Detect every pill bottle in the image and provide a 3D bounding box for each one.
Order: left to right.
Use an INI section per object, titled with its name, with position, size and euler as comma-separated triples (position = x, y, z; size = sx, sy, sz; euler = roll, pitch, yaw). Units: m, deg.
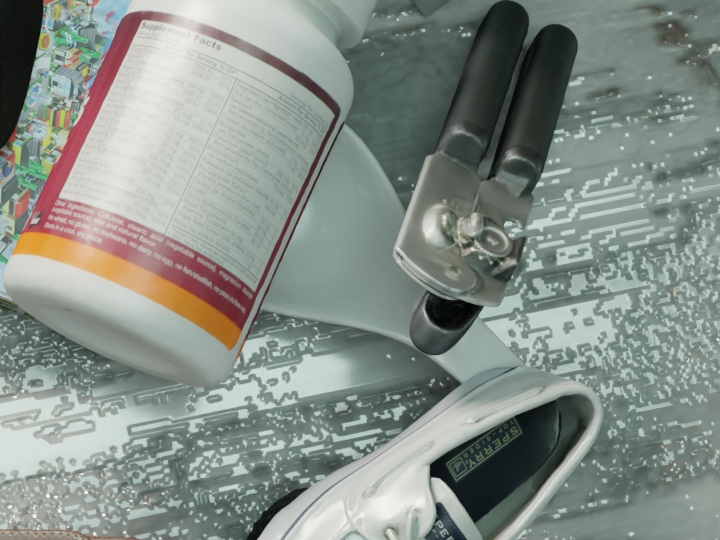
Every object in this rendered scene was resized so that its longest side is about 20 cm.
[pill bottle]
position = -0.069, -0.059, 1.196
size = 0.109, 0.110, 0.200
euler = 25, 77, -4

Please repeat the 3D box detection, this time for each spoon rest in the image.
[spoon rest]
position = 0.000, 0.000, 1.256
size = 0.200, 0.061, 0.099
euler = 39, 78, -2

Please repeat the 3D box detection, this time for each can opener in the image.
[can opener]
position = 0.053, -0.042, 1.243
size = 0.053, 0.067, 0.200
euler = 25, 41, -4

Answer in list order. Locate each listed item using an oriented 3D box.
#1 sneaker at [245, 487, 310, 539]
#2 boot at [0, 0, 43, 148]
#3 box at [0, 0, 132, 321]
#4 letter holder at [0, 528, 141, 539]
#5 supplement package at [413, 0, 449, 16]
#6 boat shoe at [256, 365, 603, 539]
[sneaker]
position = -0.013, 0.198, 1.228
size = 0.080, 0.074, 0.201
euler = 1, 84, -26
[boot]
position = -0.213, -0.155, 1.221
size = 0.153, 0.073, 0.204
euler = 5, 74, 18
[box]
position = -0.142, -0.082, 1.259
size = 0.110, 0.035, 0.200
euler = 21, 79, -5
[letter holder]
position = -0.124, 0.215, 1.178
size = 0.142, 0.101, 0.201
euler = 2, 81, -3
[supplement package]
position = 0.056, -0.212, 1.224
size = 0.117, 0.200, 0.117
euler = -37, 89, -12
[boat shoe]
position = 0.024, 0.108, 1.178
size = 0.200, 0.065, 0.074
euler = -44, 108, -23
